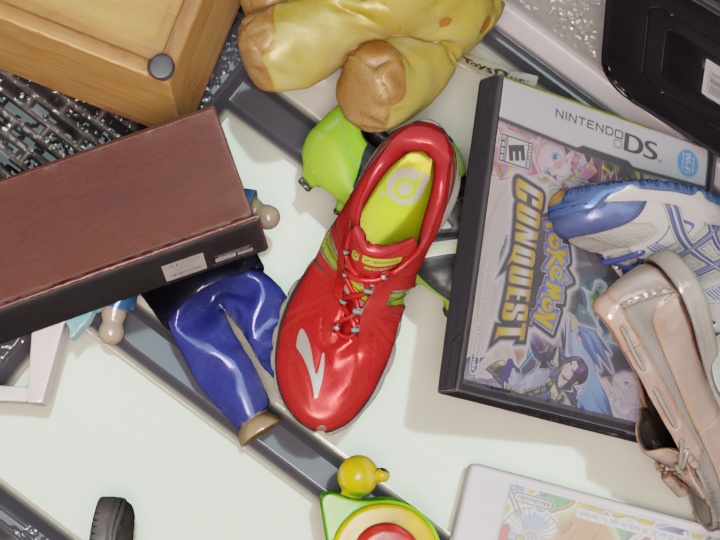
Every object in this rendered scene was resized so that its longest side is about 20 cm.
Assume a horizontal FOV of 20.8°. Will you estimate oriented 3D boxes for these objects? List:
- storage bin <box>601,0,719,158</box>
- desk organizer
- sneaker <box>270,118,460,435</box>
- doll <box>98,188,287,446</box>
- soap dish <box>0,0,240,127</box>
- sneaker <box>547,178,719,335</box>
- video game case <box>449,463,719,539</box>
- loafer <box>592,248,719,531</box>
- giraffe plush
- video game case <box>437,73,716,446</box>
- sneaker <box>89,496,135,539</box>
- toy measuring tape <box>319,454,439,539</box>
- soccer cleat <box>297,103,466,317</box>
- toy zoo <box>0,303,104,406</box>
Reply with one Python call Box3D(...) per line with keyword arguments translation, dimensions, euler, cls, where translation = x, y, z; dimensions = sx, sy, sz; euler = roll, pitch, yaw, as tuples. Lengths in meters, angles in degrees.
Box3D(translation=(0.257, -0.136, 1.219), dimensions=(0.200, 0.135, 0.094), euler=(35, 66, 22), cls="storage bin")
Box3D(translation=(-0.163, -0.023, 1.174), dimensions=(0.200, 0.072, 0.077), euler=(-19, 76, -3), cls="desk organizer")
Box3D(translation=(0.000, 0.000, 1.165), dimensions=(0.077, 0.085, 0.200), euler=(21, 86, 2), cls="sneaker")
Box3D(translation=(-0.102, 0.010, 1.226), dimensions=(0.136, 0.048, 0.200), euler=(-32, 83, -1), cls="doll")
Box3D(translation=(-0.175, -0.193, 1.245), dimensions=(0.200, 0.081, 0.157), euler=(21, 77, -2), cls="soap dish")
Box3D(translation=(0.200, 0.000, 1.206), dimensions=(0.200, 0.075, 0.088), euler=(13, 78, -30), cls="sneaker")
Box3D(translation=(0.142, 0.232, 1.220), dimensions=(0.200, 0.023, 0.182), euler=(15, 78, -3), cls="video game case")
Box3D(translation=(0.184, 0.081, 1.184), dimensions=(0.063, 0.072, 0.200), euler=(-26, 121, -12), cls="loafer")
Box3D(translation=(0.033, -0.194, 1.198), dimensions=(0.200, 0.162, 0.173), euler=(8, 48, -9), cls="giraffe plush")
Box3D(translation=(0.140, -0.003, 1.227), dimensions=(0.181, 0.025, 0.200), euler=(16, 75, -30), cls="video game case")
Box3D(translation=(-0.112, 0.237, 1.176), dimensions=(0.104, 0.060, 0.200), euler=(2, 84, -4), cls="sneaker")
Box3D(translation=(0.021, 0.210, 1.193), dimensions=(0.074, 0.074, 0.200), euler=(-9, 89, -8), cls="toy measuring tape")
Box3D(translation=(0.051, -0.033, 1.235), dimensions=(0.200, 0.068, 0.081), euler=(41, 106, 4), cls="soccer cleat")
Box3D(translation=(-0.258, 0.016, 1.213), dimensions=(0.200, 0.020, 0.131), euler=(2, 79, 1), cls="toy zoo")
